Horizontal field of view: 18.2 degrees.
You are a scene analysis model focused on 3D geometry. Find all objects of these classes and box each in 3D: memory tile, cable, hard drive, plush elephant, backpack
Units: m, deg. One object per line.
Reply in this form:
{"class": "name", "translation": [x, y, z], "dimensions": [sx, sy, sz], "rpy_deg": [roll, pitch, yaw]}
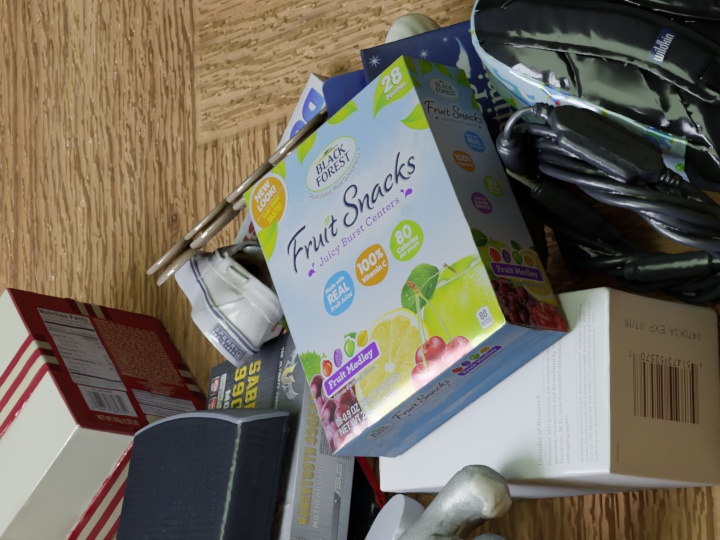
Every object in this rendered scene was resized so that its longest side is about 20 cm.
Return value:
{"class": "memory tile", "translation": [-0.068, -0.070, 1.640], "dimensions": [0.017, 0.153, 0.200], "rpy_deg": [48, 125, -4]}
{"class": "cable", "translation": [0.172, -0.025, 1.393], "dimensions": [0.199, 0.163, 0.051], "rpy_deg": [29, 70, 14]}
{"class": "hard drive", "translation": [-0.119, 0.163, 1.603], "dimensions": [0.200, 0.042, 0.136], "rpy_deg": [-14, 63, 60]}
{"class": "plush elephant", "translation": [0.063, 0.246, 1.382], "dimensions": [0.155, 0.200, 0.165], "rpy_deg": [43, 159, 25]}
{"class": "backpack", "translation": [0.166, -0.143, 1.419], "dimensions": [0.199, 0.154, 0.164], "rpy_deg": [19, 77, 11]}

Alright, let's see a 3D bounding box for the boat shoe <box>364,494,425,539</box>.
{"class": "boat shoe", "translation": [0.024, 0.224, 1.528], "dimensions": [0.200, 0.065, 0.072], "rpy_deg": [112, 176, -45]}

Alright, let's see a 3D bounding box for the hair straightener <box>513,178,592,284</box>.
{"class": "hair straightener", "translation": [0.099, -0.081, 1.534], "dimensions": [0.041, 0.077, 0.201], "rpy_deg": [126, 135, -59]}

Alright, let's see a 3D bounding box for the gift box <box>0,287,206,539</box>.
{"class": "gift box", "translation": [-0.237, 0.151, 1.773], "dimensions": [0.187, 0.184, 0.200], "rpy_deg": [-52, 44, 24]}

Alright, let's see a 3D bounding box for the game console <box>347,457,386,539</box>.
{"class": "game console", "translation": [-0.059, 0.193, 1.656], "dimensions": [0.200, 0.031, 0.177], "rpy_deg": [-60, 30, 22]}

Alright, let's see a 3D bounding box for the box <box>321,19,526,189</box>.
{"class": "box", "translation": [0.077, -0.109, 1.517], "dimensions": [0.199, 0.032, 0.122], "rpy_deg": [-16, 68, 6]}

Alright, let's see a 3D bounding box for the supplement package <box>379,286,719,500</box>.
{"class": "supplement package", "translation": [0.120, 0.085, 1.456], "dimensions": [0.199, 0.117, 0.118], "rpy_deg": [-10, 76, 44]}

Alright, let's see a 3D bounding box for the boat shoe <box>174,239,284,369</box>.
{"class": "boat shoe", "translation": [-0.088, 0.012, 1.656], "dimensions": [0.070, 0.071, 0.200], "rpy_deg": [-43, 12, 2]}

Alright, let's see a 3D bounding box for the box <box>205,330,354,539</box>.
{"class": "box", "translation": [-0.063, 0.151, 1.605], "dimensions": [0.158, 0.048, 0.201], "rpy_deg": [-25, 54, 56]}

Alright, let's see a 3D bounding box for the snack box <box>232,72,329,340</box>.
{"class": "snack box", "translation": [-0.052, -0.046, 1.727], "dimensions": [0.072, 0.024, 0.201], "rpy_deg": [42, 114, 43]}

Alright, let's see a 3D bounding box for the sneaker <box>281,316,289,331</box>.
{"class": "sneaker", "translation": [0.000, 0.000, 1.609], "dimensions": [0.081, 0.074, 0.200], "rpy_deg": [48, 148, 24]}

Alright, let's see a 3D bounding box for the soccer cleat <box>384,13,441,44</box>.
{"class": "soccer cleat", "translation": [0.058, -0.086, 1.583], "dimensions": [0.077, 0.069, 0.201], "rpy_deg": [-16, 79, 63]}

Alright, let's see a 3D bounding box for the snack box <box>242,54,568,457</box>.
{"class": "snack box", "translation": [0.024, -0.007, 1.437], "dimensions": [0.169, 0.067, 0.201], "rpy_deg": [-40, 57, 34]}
